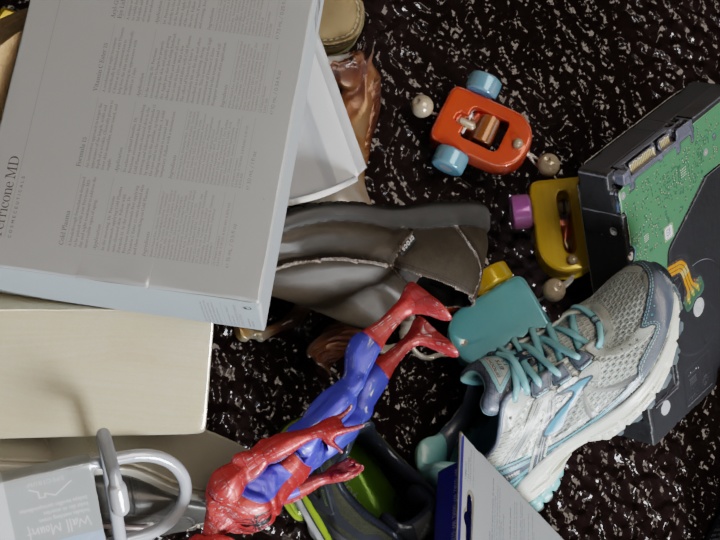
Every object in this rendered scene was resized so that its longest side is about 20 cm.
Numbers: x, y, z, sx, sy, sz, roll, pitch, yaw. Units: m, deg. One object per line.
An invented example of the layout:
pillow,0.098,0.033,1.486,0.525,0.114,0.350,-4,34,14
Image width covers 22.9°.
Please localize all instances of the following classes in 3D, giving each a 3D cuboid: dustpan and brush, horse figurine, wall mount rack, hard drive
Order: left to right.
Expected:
wall mount rack,-0.177,0.175,0.935,0.199,0.075,0.174,-12,123,-12
dustpan and brush,-0.113,-0.082,0.984,0.199,0.057,0.140,-20,89,5
horse figurine,-0.029,-0.033,1.100,0.132,0.050,0.201,-13,81,-24
hard drive,0.204,-0.005,1.163,0.140,0.038,0.201,-37,127,-37

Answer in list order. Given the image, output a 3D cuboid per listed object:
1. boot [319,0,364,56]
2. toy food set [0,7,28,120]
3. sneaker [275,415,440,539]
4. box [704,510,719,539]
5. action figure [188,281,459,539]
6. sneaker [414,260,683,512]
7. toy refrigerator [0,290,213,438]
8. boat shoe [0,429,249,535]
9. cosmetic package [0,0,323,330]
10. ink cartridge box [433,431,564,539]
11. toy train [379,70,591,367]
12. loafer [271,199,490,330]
boot,-0.062,-0.192,1.061,0.199,0.155,0.072,16,69,-24
toy food set,-0.155,-0.061,1.027,0.199,0.049,0.199,21,75,-12
sneaker,0.024,0.169,1.055,0.074,0.081,0.200,-41,98,-30
box,0.369,0.174,1.213,0.200,0.124,0.197,42,63,-12
action figure,-0.024,0.094,0.984,0.200,0.066,0.052,-42,65,-17
sneaker,0.112,0.071,1.071,0.086,0.078,0.200,30,105,-33
toy refrigerator,-0.184,0.042,0.952,0.199,0.070,0.076,0,112,-15
boat shoe,-0.144,0.120,1.000,0.199,0.057,0.067,10,32,-28
cosmetic package,-0.107,-0.079,0.928,0.150,0.052,0.201,9,71,3
ink cartridge box,0.084,0.183,1.042,0.200,0.039,0.100,50,37,-46
toy train,0.081,-0.020,1.156,0.150,0.056,0.201,20,77,5
loafer,0.000,0.000,1.032,0.199,0.073,0.072,-6,81,-33
